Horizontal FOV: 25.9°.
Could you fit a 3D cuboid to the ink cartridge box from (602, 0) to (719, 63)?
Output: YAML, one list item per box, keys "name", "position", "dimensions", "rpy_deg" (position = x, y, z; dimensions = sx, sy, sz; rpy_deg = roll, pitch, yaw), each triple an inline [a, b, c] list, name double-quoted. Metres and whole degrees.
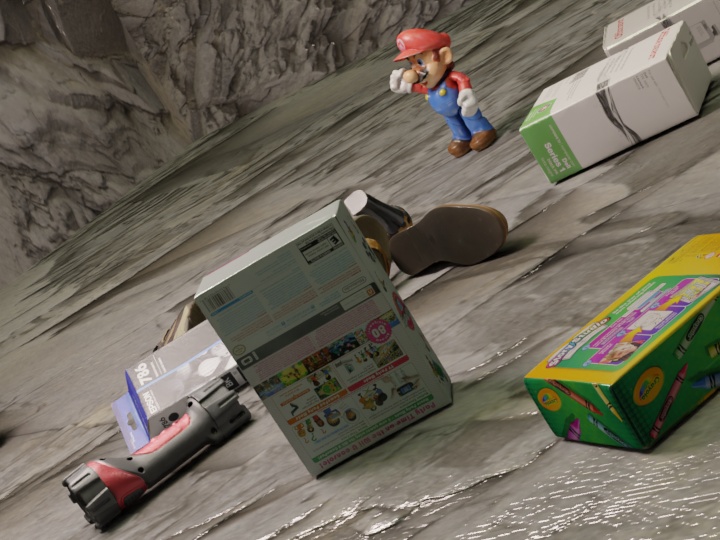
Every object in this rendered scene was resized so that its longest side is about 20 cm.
- name: "ink cartridge box"
  position: [0.420, -0.313, 2.009]
  dimensions: [0.200, 0.083, 0.147]
  rpy_deg: [-27, 14, 19]

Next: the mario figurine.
- name: "mario figurine"
  position: [0.106, -0.253, 2.251]
  dimensions: [0.123, 0.200, 0.106]
  rpy_deg: [-27, 13, 22]

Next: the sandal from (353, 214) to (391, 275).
- name: "sandal"
  position: [0.000, 0.000, 1.824]
  dimensions: [0.054, 0.080, 0.200]
  rpy_deg: [-36, 14, 35]

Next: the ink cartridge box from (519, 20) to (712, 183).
- name: "ink cartridge box"
  position: [0.304, -0.200, 1.852]
  dimensions: [0.200, 0.084, 0.146]
  rpy_deg: [-24, 15, 29]

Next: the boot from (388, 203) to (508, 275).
- name: "boot"
  position: [0.113, -0.047, 1.778]
  dimensions: [0.075, 0.074, 0.200]
  rpy_deg: [-28, 7, -31]

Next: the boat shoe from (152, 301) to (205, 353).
- name: "boat shoe"
  position: [-0.232, 0.098, 2.014]
  dimensions: [0.073, 0.075, 0.200]
  rpy_deg: [-29, 12, 12]

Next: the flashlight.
- name: "flashlight"
  position: [-0.217, 0.188, 1.657]
  dimensions: [0.200, 0.068, 0.068]
  rpy_deg: [-38, 19, -21]

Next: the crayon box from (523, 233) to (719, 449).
- name: "crayon box"
  position: [0.231, 0.047, 1.157]
  dimensions: [0.200, 0.058, 0.119]
  rpy_deg: [-37, 13, -21]

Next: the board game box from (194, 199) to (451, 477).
- name: "board game box"
  position: [-0.031, 0.061, 1.394]
  dimensions: [0.148, 0.200, 0.064]
  rpy_deg: [-29, 13, 10]

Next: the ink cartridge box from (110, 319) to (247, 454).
- name: "ink cartridge box"
  position: [-0.207, 0.125, 1.846]
  dimensions: [0.200, 0.039, 0.099]
  rpy_deg: [-34, 43, -2]

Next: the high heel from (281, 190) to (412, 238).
- name: "high heel"
  position: [-0.030, -0.020, 1.983]
  dimensions: [0.200, 0.071, 0.143]
  rpy_deg: [-35, -29, 19]
